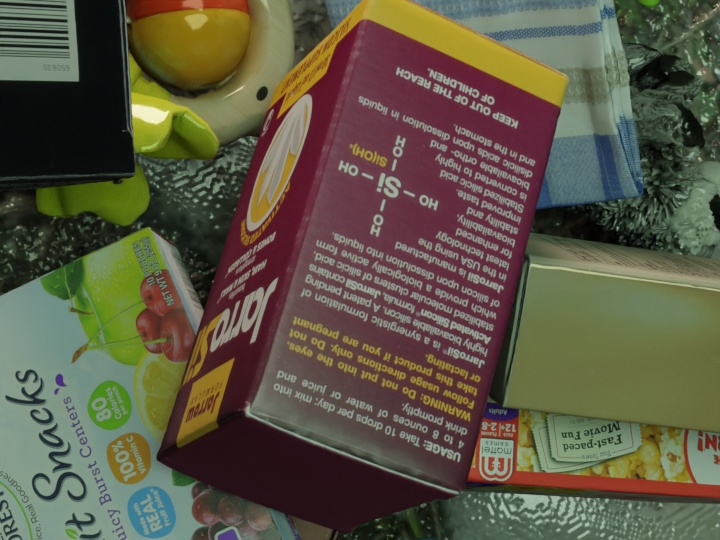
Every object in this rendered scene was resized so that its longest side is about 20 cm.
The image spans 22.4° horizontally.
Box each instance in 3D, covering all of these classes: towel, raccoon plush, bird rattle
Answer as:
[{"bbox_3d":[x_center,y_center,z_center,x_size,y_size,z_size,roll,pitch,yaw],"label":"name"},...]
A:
[{"bbox_3d":[0.053,-0.117,0.879,0.024,0.146,0.200,-55,136,-57],"label":"towel"},{"bbox_3d":[0.110,-0.045,0.995,0.199,0.097,0.134,-3,124,5],"label":"raccoon plush"},{"bbox_3d":[-0.111,-0.125,0.886,0.163,0.113,0.201,-3,71,-33],"label":"bird rattle"}]

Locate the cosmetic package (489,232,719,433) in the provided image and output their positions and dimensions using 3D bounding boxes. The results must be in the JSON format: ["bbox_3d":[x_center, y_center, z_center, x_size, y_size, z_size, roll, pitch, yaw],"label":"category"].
[{"bbox_3d":[0.153,0.032,0.860,0.199,0.105,0.071,8,98,-11],"label":"cosmetic package"}]

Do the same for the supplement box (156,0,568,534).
[{"bbox_3d":[0.000,0.000,0.801,0.103,0.131,0.200,22,68,-17],"label":"supplement box"}]

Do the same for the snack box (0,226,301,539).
[{"bbox_3d":[-0.119,0.101,0.861,0.142,0.053,0.200,-26,79,5],"label":"snack box"}]

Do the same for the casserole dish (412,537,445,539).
[{"bbox_3d":[-0.001,0.200,0.887,0.039,0.121,0.200,29,29,16],"label":"casserole dish"}]

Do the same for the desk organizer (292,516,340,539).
[{"bbox_3d":[-0.064,0.144,0.915,0.077,0.072,0.200,25,75,-14],"label":"desk organizer"}]

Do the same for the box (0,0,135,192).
[{"bbox_3d":[-0.201,-0.104,0.788,0.104,0.200,0.148,-5,93,-45],"label":"box"}]

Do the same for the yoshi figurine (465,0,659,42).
[{"bbox_3d":[0.095,-0.167,0.890,0.112,0.200,0.113,-1,50,-23],"label":"yoshi figurine"}]

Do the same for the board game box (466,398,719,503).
[{"bbox_3d":[0.116,0.094,0.944,0.199,0.151,0.046,6,82,-19],"label":"board game box"}]

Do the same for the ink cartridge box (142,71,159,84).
[{"bbox_3d":[-0.130,-0.191,0.938,0.145,0.048,0.200,34,75,-13],"label":"ink cartridge box"}]
